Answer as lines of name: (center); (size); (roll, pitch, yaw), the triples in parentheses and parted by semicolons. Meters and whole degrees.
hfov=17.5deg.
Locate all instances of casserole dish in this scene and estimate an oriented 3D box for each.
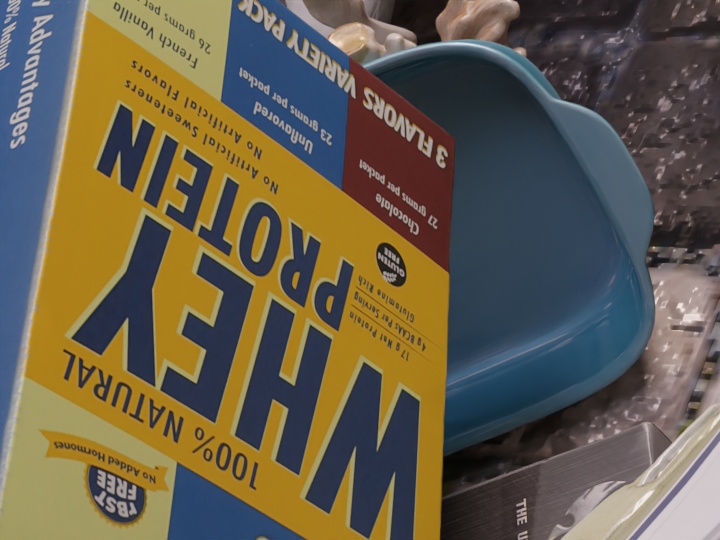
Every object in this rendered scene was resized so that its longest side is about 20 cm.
casserole dish: (0.000, 0.000, 0.718); (0.200, 0.121, 0.039); (-24, 17, 26)

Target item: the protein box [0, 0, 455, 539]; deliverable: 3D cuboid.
protein box: (-0.095, 0.047, 0.606); (0.200, 0.135, 0.199); (-27, 44, 34)

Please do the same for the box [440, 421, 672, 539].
box: (0.025, 0.154, 0.609); (0.158, 0.048, 0.201); (-23, 45, 25)

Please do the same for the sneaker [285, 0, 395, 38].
sneaker: (-0.033, -0.142, 0.864); (0.105, 0.076, 0.200); (10, 41, -4)

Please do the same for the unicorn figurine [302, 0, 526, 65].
unicorn figurine: (-0.036, -0.037, 0.782); (0.199, 0.137, 0.074); (3, 59, 22)

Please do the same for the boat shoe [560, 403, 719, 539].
boat shoe: (0.092, 0.059, 0.568); (0.062, 0.072, 0.200); (-3, 23, 47)
